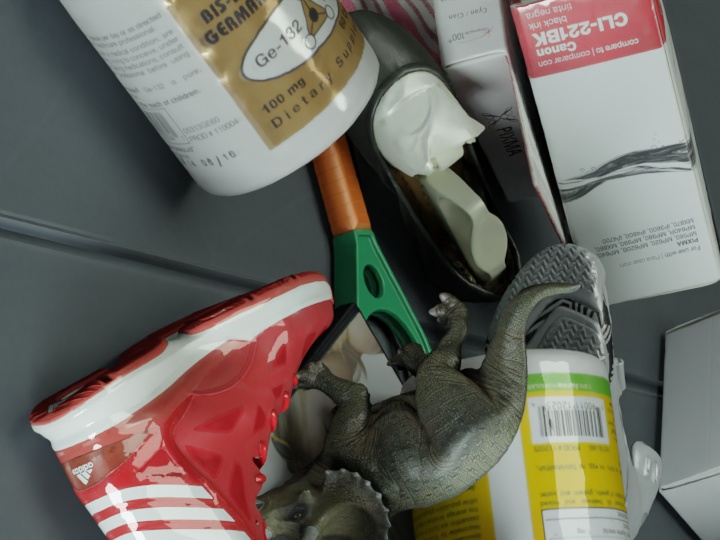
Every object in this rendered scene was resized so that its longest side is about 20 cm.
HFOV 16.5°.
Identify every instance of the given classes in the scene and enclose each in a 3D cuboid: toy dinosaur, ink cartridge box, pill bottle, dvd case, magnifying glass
[{"bbox_3d":[0.031,0.078,1.217,0.103,0.199,0.077,63,0,31],"label":"toy dinosaur"},{"bbox_3d":[0.149,-0.100,1.469,0.145,0.083,0.201,-85,159,-63],"label":"ink cartridge box"},{"bbox_3d":[-0.087,-0.146,1.227,0.200,0.114,0.115,54,33,-25],"label":"pill bottle"},{"bbox_3d":[0.289,0.139,1.701,0.200,0.085,0.147,46,36,-33],"label":"ink cartridge box"},{"bbox_3d":[0.084,0.149,1.272,0.111,0.110,0.202,15,64,-55],"label":"pill bottle"},{"bbox_3d":[-0.013,0.125,1.262,0.143,0.017,0.200,60,36,-16],"label":"dvd case"},{"bbox_3d":[0.000,0.000,1.379,0.079,0.022,0.202,0,74,-58],"label":"magnifying glass"},{"bbox_3d":[0.090,-0.086,1.487,0.200,0.044,0.177,56,24,-64],"label":"ink cartridge box"}]

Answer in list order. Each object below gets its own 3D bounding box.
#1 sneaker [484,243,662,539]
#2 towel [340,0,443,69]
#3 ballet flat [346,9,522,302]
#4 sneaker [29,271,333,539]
[{"bbox_3d":[0.124,0.086,1.447,0.115,0.075,0.202,2,92,-63],"label":"sneaker"},{"bbox_3d":[0.011,-0.163,1.487,0.147,0.030,0.200,58,31,-21],"label":"towel"},{"bbox_3d":[0.045,-0.061,1.399,0.068,0.068,0.201,-40,125,-14],"label":"ballet flat"},{"bbox_3d":[-0.065,0.081,1.166,0.200,0.078,0.116,-28,96,-48],"label":"sneaker"}]
